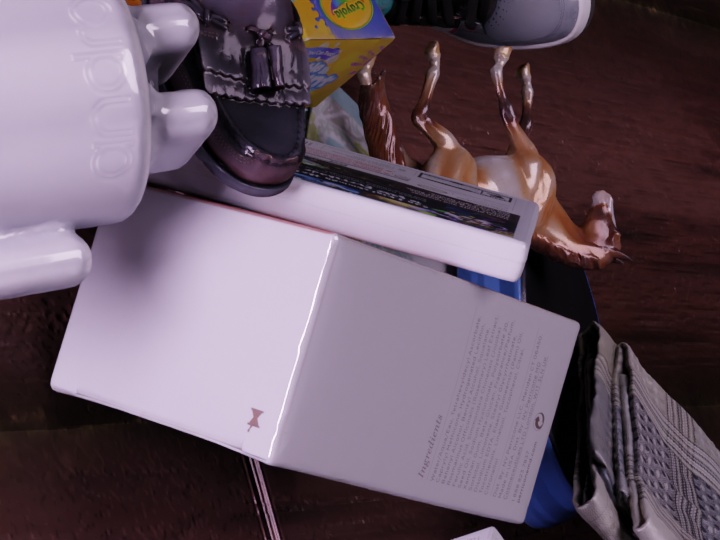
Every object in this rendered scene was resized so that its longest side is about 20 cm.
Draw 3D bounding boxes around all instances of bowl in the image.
[{"bbox_3d":[0.109,0.053,1.464,0.201,0.039,0.202,-12,90,-71],"label":"bowl"}]

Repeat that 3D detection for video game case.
[{"bbox_3d":[-0.011,-0.040,1.215,0.182,0.199,0.023,-51,156,-81],"label":"video game case"}]

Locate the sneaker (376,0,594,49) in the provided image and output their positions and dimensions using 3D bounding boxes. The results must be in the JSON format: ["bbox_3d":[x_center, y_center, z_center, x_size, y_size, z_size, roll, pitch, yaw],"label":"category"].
[{"bbox_3d":[0.026,-0.166,1.410,0.121,0.199,0.084,-29,128,-53],"label":"sneaker"}]

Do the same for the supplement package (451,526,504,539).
[{"bbox_3d":[0.030,0.243,1.180,0.110,0.113,0.200,53,32,-24],"label":"supplement package"}]

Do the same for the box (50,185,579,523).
[{"bbox_3d":[-0.018,0.041,1.170,0.200,0.152,0.107,20,86,-50],"label":"box"}]

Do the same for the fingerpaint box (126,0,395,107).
[{"bbox_3d":[-0.098,-0.168,1.265,0.200,0.073,0.167,-10,66,-55],"label":"fingerpaint box"}]

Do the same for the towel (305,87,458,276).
[{"bbox_3d":[0.000,0.000,1.373,0.200,0.048,0.172,43,40,-35],"label":"towel"}]

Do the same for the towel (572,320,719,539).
[{"bbox_3d":[0.196,0.140,1.424,0.200,0.034,0.193,45,26,-20],"label":"towel"}]

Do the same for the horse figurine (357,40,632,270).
[{"bbox_3d":[0.064,-0.063,1.375,0.199,0.050,0.133,1,74,-45],"label":"horse figurine"}]

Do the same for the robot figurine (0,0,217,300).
[{"bbox_3d":[-0.165,-0.069,1.042,0.199,0.113,0.170,-9,75,-21],"label":"robot figurine"}]

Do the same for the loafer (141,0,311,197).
[{"bbox_3d":[-0.064,-0.130,1.137,0.072,0.063,0.201,7,51,-35],"label":"loafer"}]
